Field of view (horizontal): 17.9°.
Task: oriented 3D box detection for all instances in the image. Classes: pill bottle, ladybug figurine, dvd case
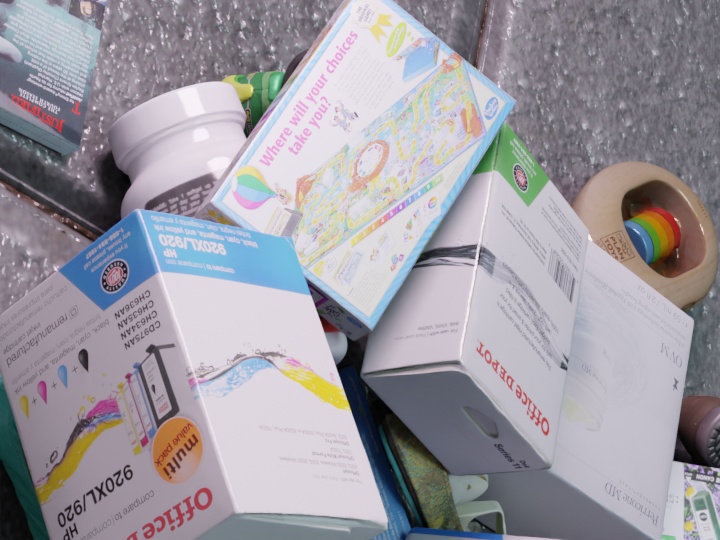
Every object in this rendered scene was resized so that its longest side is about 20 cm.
[{"bbox_3d":[-0.093,-0.016,1.534,0.115,0.116,0.201,-9,74,-47],"label":"pill bottle"},{"bbox_3d":[0.224,-0.018,1.898,0.199,0.072,0.137,-17,78,-52],"label":"ladybug figurine"},{"bbox_3d":[-0.231,-0.196,1.528,0.145,0.022,0.202,26,59,-38],"label":"dvd case"}]

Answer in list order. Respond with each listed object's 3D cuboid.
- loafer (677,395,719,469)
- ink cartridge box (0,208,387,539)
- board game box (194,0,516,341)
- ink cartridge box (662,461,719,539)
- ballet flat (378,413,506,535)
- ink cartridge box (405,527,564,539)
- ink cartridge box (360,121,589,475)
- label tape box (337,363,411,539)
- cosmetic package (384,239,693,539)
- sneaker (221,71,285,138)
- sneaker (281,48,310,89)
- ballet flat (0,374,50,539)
[{"bbox_3d":[0.326,0.155,1.961,0.073,0.071,0.200,-49,137,-5],"label":"loafer"},{"bbox_3d":[-0.104,0.093,1.372,0.144,0.147,0.201,11,51,-51],"label":"ink cartridge box"},{"bbox_3d":[0.000,-0.074,1.502,0.134,0.034,0.201,38,65,-10],"label":"board game box"},{"bbox_3d":[0.253,0.257,1.845,0.108,0.050,0.202,11,68,-18],"label":"ink cartridge box"},{"bbox_3d":[0.067,0.170,1.649,0.071,0.070,0.201,-57,140,-39],"label":"ballet flat"},{"bbox_3d":[0.117,0.276,1.614,0.201,0.145,0.085,63,39,-43],"label":"ink cartridge box"},{"bbox_3d":[0.082,0.022,1.583,0.147,0.083,0.201,49,43,-43],"label":"ink cartridge box"},{"bbox_3d":[-0.062,0.166,1.561,0.199,0.063,0.145,-24,96,-47],"label":"label tape box"},{"bbox_3d":[0.141,0.090,1.755,0.199,0.122,0.201,34,57,-34],"label":"cosmetic package"},{"bbox_3d":[-0.015,-0.096,1.674,0.199,0.083,0.075,15,70,-41],"label":"sneaker"},{"bbox_3d":[-0.017,-0.058,1.564,0.075,0.079,0.202,-8,86,-16],"label":"sneaker"},{"bbox_3d":[-0.175,0.152,1.441,0.067,0.070,0.201,-33,102,-32],"label":"ballet flat"}]
